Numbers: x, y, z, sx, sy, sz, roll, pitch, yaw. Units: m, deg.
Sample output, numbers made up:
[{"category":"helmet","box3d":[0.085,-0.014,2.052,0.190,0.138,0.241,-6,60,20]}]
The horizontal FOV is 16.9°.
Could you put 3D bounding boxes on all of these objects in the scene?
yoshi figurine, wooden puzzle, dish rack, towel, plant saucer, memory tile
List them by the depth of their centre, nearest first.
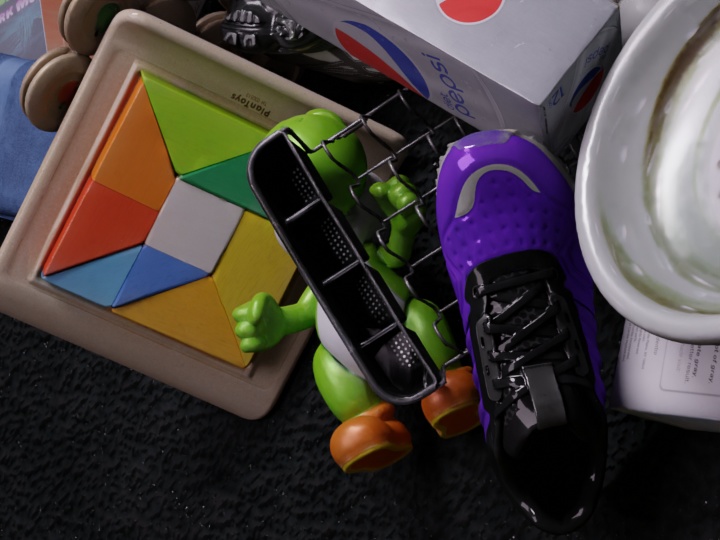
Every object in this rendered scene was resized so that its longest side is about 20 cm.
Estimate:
[{"category":"plant saucer","box3d":[0.184,-0.055,1.057,0.200,0.050,0.200,-29,48,37]},{"category":"dish rack","box3d":[0.062,-0.044,1.212,0.200,0.055,0.153,-33,82,9]},{"category":"yoshi figurine","box3d":[-0.009,-0.001,1.285,0.112,0.112,0.200,-49,58,54]},{"category":"wooden puzzle","box3d":[-0.094,-0.026,1.376,0.200,0.185,0.037,-61,16,17]},{"category":"memory tile","box3d":[-0.099,-0.131,1.405,0.017,0.200,0.153,40,106,35]},{"category":"towel","box3d":[-0.229,-0.089,1.643,0.200,0.049,0.112,12,88,45]}]

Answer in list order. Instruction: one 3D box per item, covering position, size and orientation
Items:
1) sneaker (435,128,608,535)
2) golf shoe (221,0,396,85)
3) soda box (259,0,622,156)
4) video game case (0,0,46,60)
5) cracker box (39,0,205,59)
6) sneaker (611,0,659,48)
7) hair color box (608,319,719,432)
[{"category":"sneaker","box3d":[0.083,0.035,1.127,0.070,0.200,0.100,-12,24,5]},{"category":"golf shoe","box3d":[0.023,-0.143,1.367,0.200,0.094,0.078,10,84,25]},{"category":"soda box","box3d":[0.027,-0.133,1.172,0.200,0.063,0.068,32,72,21]},{"category":"video game case","box3d":[-0.211,-0.216,1.706,0.200,0.023,0.182,-26,58,42]},{"category":"cracker box","box3d":[-0.134,-0.195,1.463,0.200,0.058,0.134,-70,-16,-44]},{"category":"sneaker","box3d":[0.152,-0.194,1.201,0.073,0.071,0.200,118,167,-66]},{"category":"hair color box","box3d":[0.210,0.027,1.089,0.200,0.061,0.099,3,79,51]}]
